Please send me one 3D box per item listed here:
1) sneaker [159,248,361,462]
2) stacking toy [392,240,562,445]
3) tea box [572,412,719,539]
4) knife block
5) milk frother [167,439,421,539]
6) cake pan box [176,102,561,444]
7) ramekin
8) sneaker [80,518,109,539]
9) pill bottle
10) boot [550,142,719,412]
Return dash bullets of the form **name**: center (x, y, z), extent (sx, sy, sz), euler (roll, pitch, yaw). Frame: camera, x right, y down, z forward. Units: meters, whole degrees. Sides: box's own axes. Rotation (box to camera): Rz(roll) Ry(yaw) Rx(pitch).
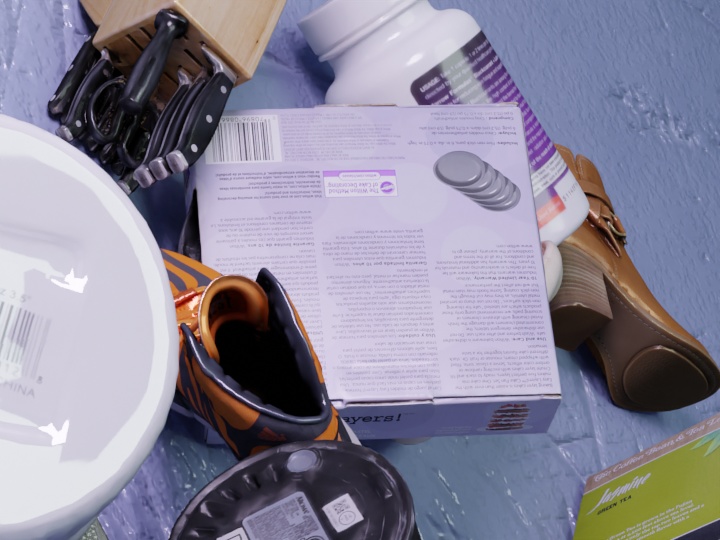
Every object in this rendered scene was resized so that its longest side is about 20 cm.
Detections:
- **sneaker**: center (-0.066, 0.028, 1.234), extent (0.200, 0.077, 0.112), euler (41, -22, 37)
- **stacking toy**: center (0.003, -0.012, 1.454), extent (0.200, 0.146, 0.146), euler (40, 31, -5)
- **tea box**: center (0.233, 0.229, 1.575), extent (0.200, 0.133, 0.197), euler (51, 30, -17)
- **knife block**: center (-0.082, -0.136, 1.359), extent (0.064, 0.200, 0.176), euler (44, 3, -28)
- **milk frother**: center (-0.046, 0.213, 1.155), extent (0.181, 0.198, 0.189), euler (-96, 168, -51)
- **cake pan box**: center (0.000, 0.000, 1.365), extent (0.198, 0.052, 0.185), euler (-2, 59, -10)
- **ramekin**: center (-0.170, 0.032, 1.039), extent (0.199, 0.098, 0.202), euler (7, 74, -23)
- **sneaker**: center (-0.168, 0.060, 1.128), extent (0.201, 0.082, 0.078), euler (58, 28, -7)
- **pill bottle**: center (0.047, -0.092, 1.586), extent (0.201, 0.111, 0.111), euler (57, 28, -7)
- **boot**: center (0.168, 0.004, 1.755), extent (0.199, 0.077, 0.156), euler (25, 40, -37)
